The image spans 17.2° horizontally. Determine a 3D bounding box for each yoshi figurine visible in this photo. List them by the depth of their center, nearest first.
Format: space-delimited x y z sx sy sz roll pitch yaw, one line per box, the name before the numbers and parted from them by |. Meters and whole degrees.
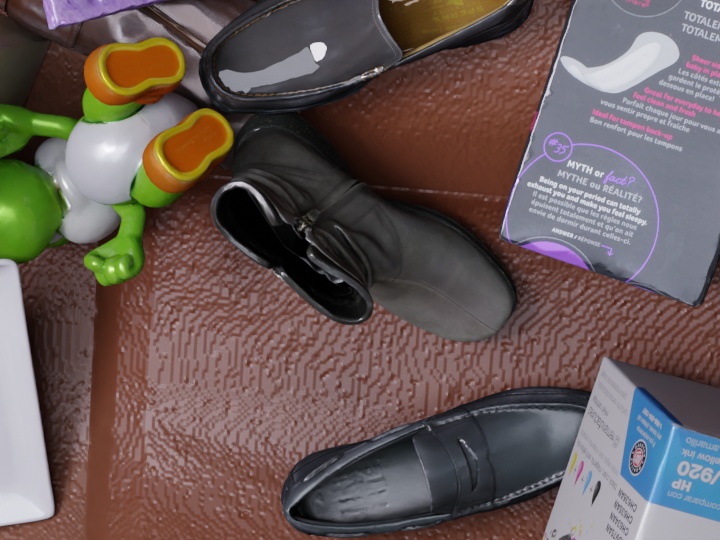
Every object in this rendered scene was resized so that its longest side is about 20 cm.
yoshi figurine | -0.162 -0.051 1.333 0.112 0.200 0.113 20 62 -24

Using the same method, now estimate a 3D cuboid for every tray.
tray | -0.243 0.074 1.400 0.107 0.022 0.201 -7 128 -6

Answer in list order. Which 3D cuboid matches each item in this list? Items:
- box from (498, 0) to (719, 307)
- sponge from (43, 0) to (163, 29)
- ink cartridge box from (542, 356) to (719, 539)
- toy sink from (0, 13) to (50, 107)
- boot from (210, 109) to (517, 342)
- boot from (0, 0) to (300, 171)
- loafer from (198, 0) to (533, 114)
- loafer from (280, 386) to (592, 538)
box | 0.165 -0.097 1.316 0.122 0.106 0.201 19 100 7
sponge | -0.093 -0.212 1.329 0.199 0.030 0.112 -17 94 -20
ink cartridge box | 0.184 0.175 1.314 0.144 0.147 0.201 16 100 -13
toy sink | -0.273 -0.091 1.338 0.112 0.200 0.131 25 102 4
boot | 0.000 0.000 1.328 0.200 0.131 0.068 35 113 -14
boot | -0.094 -0.179 1.372 0.200 0.064 0.187 33 101 0
loafer | 0.005 -0.141 1.327 0.199 0.072 0.073 -22 90 -6
loafer | 0.050 0.117 1.383 0.200 0.070 0.068 -15 96 10
